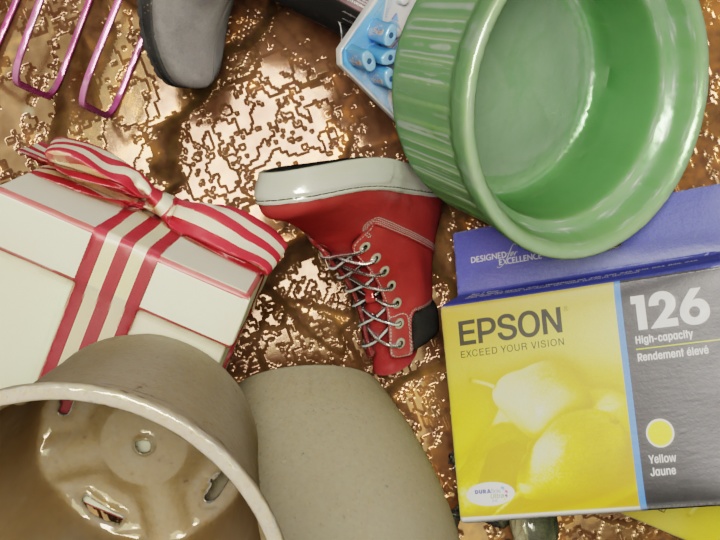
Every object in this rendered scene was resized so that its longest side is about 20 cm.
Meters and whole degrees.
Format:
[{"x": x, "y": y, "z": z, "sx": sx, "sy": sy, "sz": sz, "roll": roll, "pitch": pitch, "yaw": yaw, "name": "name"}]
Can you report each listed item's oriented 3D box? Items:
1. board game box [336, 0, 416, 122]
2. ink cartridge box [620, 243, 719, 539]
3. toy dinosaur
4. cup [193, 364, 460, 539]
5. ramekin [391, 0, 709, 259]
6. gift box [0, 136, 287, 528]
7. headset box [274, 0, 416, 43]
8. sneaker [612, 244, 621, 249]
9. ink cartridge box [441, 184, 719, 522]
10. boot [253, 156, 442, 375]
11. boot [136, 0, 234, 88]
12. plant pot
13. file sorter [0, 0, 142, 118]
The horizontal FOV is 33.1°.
[{"x": 0.103, "y": -0.163, "z": 0.821, "sx": 0.200, "sy": 0.026, "sz": 0.201, "roll": 39, "pitch": 82, "yaw": -38, "name": "board game box"}, {"x": 0.244, "y": 0.085, "z": 0.817, "sx": 0.199, "sy": 0.047, "sz": 0.199, "roll": 21, "pitch": 99, "yaw": -2, "name": "ink cartridge box"}, {"x": 0.106, "y": 0.158, "z": 0.873, "sx": 0.087, "sy": 0.047, "sz": 0.202, "roll": 1, "pitch": 85, "yaw": -7, "name": "toy dinosaur"}, {"x": -0.032, "y": 0.146, "z": 0.804, "sx": 0.199, "sy": 0.201, "sz": 0.144, "roll": -2, "pitch": 66, "yaw": -4, "name": "cup"}, {"x": 0.115, "y": -0.115, "z": 0.763, "sx": 0.199, "sy": 0.098, "sz": 0.201, "roll": -11, "pitch": 109, "yaw": -32, "name": "ramekin"}, {"x": -0.163, "y": 0.021, "z": 0.789, "sx": 0.184, "sy": 0.200, "sz": 0.188, "roll": 22, "pitch": 104, "yaw": -8, "name": "gift box"}, {"x": 0.030, "y": -0.233, "z": 0.819, "sx": 0.148, "sy": 0.077, "sz": 0.201, "roll": 20, "pitch": 86, "yaw": -40, "name": "headset box"}, {"x": 0.248, "y": 0.000, "z": 0.867, "sx": 0.199, "sy": 0.078, "sz": 0.100, "roll": -16, "pitch": 94, "yaw": -3, "name": "sneaker"}, {"x": 0.152, "y": 0.056, "z": 0.792, "sx": 0.197, "sy": 0.047, "sz": 0.201, "roll": -10, "pitch": 82, "yaw": 27, "name": "ink cartridge box"}, {"x": 0.000, "y": 0.000, "z": 0.797, "sx": 0.072, "sy": 0.200, "sz": 0.145, "roll": 1, "pitch": 91, "yaw": 30, "name": "boot"}, {"x": -0.062, "y": -0.187, "z": 0.728, "sx": 0.131, "sy": 0.070, "sz": 0.201, "roll": 19, "pitch": 127, "yaw": 17, "name": "boot"}, {"x": -0.125, "y": 0.122, "z": 0.620, "sx": 0.199, "sy": 0.184, "sz": 0.202, "roll": 0, "pitch": 105, "yaw": 2, "name": "plant pot"}, {"x": -0.240, "y": -0.195, "z": 0.805, "sx": 0.199, "sy": 0.139, "sz": 0.126, "roll": 23, "pitch": 91, "yaw": -3, "name": "file sorter"}]
